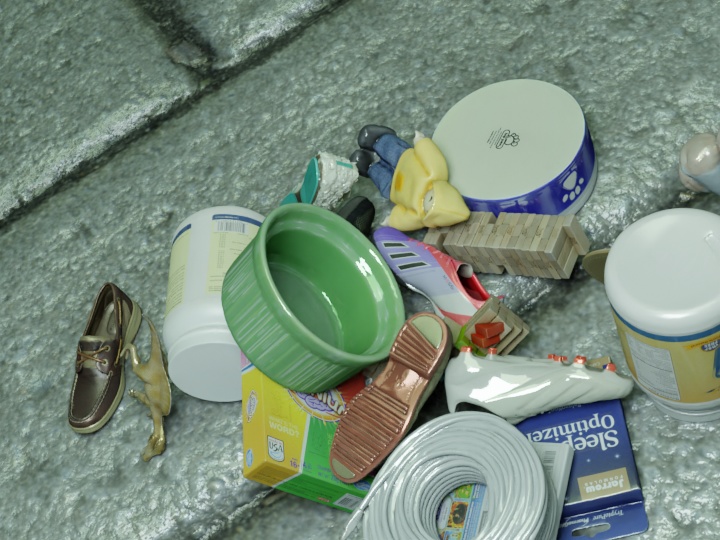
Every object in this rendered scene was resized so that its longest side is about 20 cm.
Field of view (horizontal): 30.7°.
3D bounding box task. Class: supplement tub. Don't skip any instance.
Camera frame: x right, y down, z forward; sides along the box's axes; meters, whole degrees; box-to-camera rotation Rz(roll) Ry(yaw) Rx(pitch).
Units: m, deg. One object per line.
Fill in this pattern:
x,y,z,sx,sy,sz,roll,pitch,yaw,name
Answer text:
0.332,0.050,1.326,0.143,0.201,0.146,-11,50,14,supplement tub
-0.163,0.040,1.576,0.144,0.145,0.201,-11,50,14,supplement tub

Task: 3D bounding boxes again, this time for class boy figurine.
0.060,-0.100,1.576,0.200,0.064,0.125,47,119,48,boy figurine

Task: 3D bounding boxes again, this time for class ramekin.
-0.056,0.036,1.433,0.098,0.199,0.201,-40,39,35,ramekin

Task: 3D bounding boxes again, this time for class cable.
0.099,0.241,1.311,0.199,0.069,0.201,17,68,40,cable

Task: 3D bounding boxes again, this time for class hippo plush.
0.428,-0.062,1.422,0.158,0.200,0.163,-6,75,19,hippo plush

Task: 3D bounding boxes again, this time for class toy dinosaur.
-0.242,0.122,1.551,0.058,0.202,0.101,-10,26,-25,toy dinosaur

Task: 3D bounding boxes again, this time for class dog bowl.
0.187,-0.138,1.615,0.198,0.079,0.202,-12,51,14,dog bowl

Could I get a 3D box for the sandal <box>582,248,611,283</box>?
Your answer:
0.347,-0.020,1.437,0.211,0.078,0.070,1,51,48,sandal

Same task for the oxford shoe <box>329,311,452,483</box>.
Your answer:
0.041,0.141,1.391,0.071,0.074,0.201,36,92,24,oxford shoe

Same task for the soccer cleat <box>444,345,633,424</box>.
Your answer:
0.187,0.126,1.384,0.198,0.069,0.078,5,90,13,soccer cleat

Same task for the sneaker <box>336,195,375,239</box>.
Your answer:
0.000,0.000,1.591,0.113,0.077,0.200,13,53,17,sneaker

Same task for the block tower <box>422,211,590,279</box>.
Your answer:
0.164,-0.031,1.533,0.199,0.054,0.058,3,55,39,block tower

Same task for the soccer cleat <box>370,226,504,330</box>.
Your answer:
0.090,0.002,1.524,0.068,0.074,0.200,-8,45,-46,soccer cleat

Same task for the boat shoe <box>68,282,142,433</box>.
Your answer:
-0.331,0.105,1.643,0.071,0.072,0.201,-1,54,22,boat shoe

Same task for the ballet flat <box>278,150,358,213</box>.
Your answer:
-0.051,-0.083,1.633,0.071,0.200,0.072,8,66,-18,ballet flat

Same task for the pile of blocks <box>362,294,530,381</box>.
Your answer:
0.090,0.099,1.458,0.199,0.083,0.062,-21,17,23,pile of blocks

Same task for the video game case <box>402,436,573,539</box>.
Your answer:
0.115,0.243,1.360,0.198,0.018,0.144,-2,57,33,video game case

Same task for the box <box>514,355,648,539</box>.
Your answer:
0.224,0.190,1.374,0.120,0.032,0.201,-15,51,11,box

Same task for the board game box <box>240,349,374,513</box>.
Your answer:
-0.060,0.153,1.442,0.040,0.152,0.201,-40,41,35,board game box
